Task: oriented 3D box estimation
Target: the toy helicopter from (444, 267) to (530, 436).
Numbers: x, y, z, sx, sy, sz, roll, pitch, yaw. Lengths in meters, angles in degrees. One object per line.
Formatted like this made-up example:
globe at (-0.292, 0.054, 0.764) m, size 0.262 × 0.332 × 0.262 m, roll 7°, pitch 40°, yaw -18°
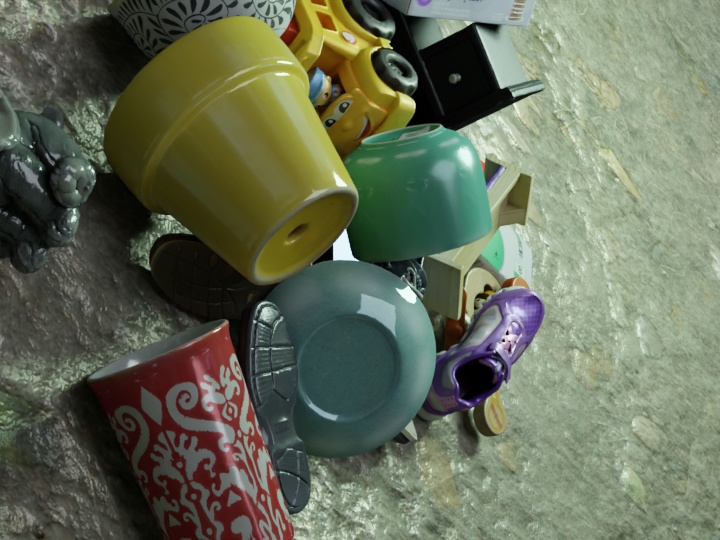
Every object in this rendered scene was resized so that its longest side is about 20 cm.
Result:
toy helicopter at (0.142, 0.094, 1.931) m, size 0.132 × 0.078 × 0.202 m, roll 18°, pitch 63°, yaw -50°

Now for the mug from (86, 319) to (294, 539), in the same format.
mug at (-0.131, 0.155, 1.459) m, size 0.177 × 0.133 × 0.202 m, roll -28°, pitch 98°, yaw -55°

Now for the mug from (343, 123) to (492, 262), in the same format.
mug at (0.044, -0.086, 1.695) m, size 0.151 × 0.184 × 0.116 m, roll -20°, pitch 105°, yaw -33°

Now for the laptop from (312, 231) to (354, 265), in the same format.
laptop at (0.000, 0.000, 1.750) m, size 0.102 × 0.201 × 0.179 m, roll 2°, pitch 61°, yaw -8°

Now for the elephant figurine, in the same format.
elephant figurine at (-0.323, -0.094, 1.325) m, size 0.199 × 0.155 × 0.143 m, roll 29°, pitch 88°, yaw -38°

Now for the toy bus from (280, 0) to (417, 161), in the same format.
toy bus at (-0.055, -0.225, 1.758) m, size 0.191 × 0.136 × 0.201 m, roll 17°, pitch 40°, yaw -42°

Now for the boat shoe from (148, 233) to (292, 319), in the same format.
boat shoe at (-0.130, 0.004, 1.612) m, size 0.199 × 0.072 × 0.068 m, roll 18°, pitch 24°, yaw -40°

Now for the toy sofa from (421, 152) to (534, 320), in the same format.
toy sofa at (0.115, -0.046, 1.891) m, size 0.200 × 0.097 × 0.083 m, roll -50°, pitch 155°, yaw -38°

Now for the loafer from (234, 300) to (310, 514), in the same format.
loafer at (-0.097, 0.132, 1.553) m, size 0.072 × 0.063 × 0.202 m, roll -2°, pitch 81°, yaw -53°

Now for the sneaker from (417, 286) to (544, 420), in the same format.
sneaker at (0.146, 0.095, 1.846) m, size 0.200 × 0.088 × 0.081 m, roll -42°, pitch 105°, yaw -22°

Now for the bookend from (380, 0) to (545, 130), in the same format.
bookend at (0.083, -0.262, 1.937) m, size 0.092 × 0.199 × 0.201 m, roll -22°, pitch 90°, yaw -57°

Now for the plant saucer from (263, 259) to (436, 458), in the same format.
plant saucer at (-0.016, 0.092, 1.611) m, size 0.202 × 0.200 × 0.039 m, roll 56°, pitch -5°, yaw -17°

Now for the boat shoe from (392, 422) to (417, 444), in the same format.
boat shoe at (-0.007, 0.129, 1.713) m, size 0.200 × 0.062 × 0.073 m, roll 46°, pitch 19°, yaw -44°

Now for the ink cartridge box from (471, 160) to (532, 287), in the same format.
ink cartridge box at (0.158, -0.075, 2.075) m, size 0.161 × 0.050 × 0.202 m, roll 39°, pitch 45°, yaw -36°

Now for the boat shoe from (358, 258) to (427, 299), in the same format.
boat shoe at (0.036, 0.015, 1.724) m, size 0.200 × 0.067 × 0.072 m, roll -73°, pitch 150°, yaw -61°

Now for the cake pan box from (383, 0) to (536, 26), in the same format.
cake pan box at (0.078, -0.343, 1.904) m, size 0.198 × 0.053 × 0.184 m, roll -2°, pitch 27°, yaw -39°

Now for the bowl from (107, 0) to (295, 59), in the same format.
bowl at (-0.141, -0.243, 1.615) m, size 0.200 × 0.199 × 0.095 m, roll -22°, pitch 96°, yaw -57°

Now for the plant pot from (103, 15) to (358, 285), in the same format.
plant pot at (-0.107, -0.098, 1.520) m, size 0.189 × 0.201 × 0.200 m, roll 51°, pitch 29°, yaw 20°
